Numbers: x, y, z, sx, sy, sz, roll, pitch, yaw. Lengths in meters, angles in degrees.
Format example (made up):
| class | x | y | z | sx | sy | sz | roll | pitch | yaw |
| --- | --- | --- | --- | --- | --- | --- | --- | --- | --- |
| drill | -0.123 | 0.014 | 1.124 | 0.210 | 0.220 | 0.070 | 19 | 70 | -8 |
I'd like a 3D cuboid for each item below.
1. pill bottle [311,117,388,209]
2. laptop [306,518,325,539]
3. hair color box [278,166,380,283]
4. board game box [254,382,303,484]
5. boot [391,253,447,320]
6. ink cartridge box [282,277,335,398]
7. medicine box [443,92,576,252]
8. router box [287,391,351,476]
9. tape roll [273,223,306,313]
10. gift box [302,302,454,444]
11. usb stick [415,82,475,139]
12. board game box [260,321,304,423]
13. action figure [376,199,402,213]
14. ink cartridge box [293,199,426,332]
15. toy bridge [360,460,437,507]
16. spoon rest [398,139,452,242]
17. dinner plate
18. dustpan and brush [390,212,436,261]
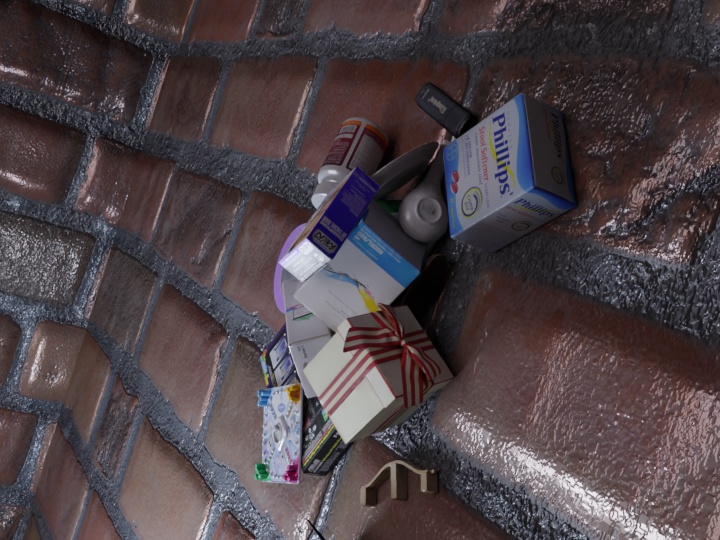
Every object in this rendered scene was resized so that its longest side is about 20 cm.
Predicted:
| class | x | y | z | sx | sy | sz | roll | pitch | yaw |
| --- | --- | --- | --- | --- | --- | --- | --- | --- | --- |
| pill bottle | -0.024 | -0.213 | 1.803 | 0.109 | 0.109 | 0.201 | -13 | 47 | 54 |
| laptop | -0.048 | 0.584 | 1.529 | 0.187 | 0.116 | 0.201 | 36 | 106 | 57 |
| hair color box | -0.053 | -0.082 | 1.514 | 0.109 | 0.065 | 0.200 | -37 | 18 | 50 |
| board game box | -0.175 | 0.344 | 1.807 | 0.200 | 0.026 | 0.201 | -21 | 65 | 59 |
| boot | 0.089 | 0.039 | 1.600 | 0.201 | 0.074 | 0.097 | -63 | 36 | 19 |
| ink cartridge box | -0.091 | 0.124 | 1.670 | 0.200 | 0.084 | 0.145 | -103 | -2 | -54 |
| medicine box | 0.242 | -0.158 | 1.424 | 0.200 | 0.103 | 0.183 | -33 | 50 | 47 |
| router box | -0.064 | 0.292 | 1.731 | 0.200 | 0.062 | 0.150 | -55 | 36 | 27 |
| tape roll | -0.113 | 0.002 | 1.855 | 0.200 | 0.065 | 0.201 | -34 | 48 | 49 |
| gift box | 0.030 | 0.180 | 1.483 | 0.185 | 0.200 | 0.187 | 53 | 127 | 17 |
| usb stick | 0.163 | -0.314 | 1.680 | 0.056 | 0.032 | 0.200 | -62 | 34 | 19 |
| board game box | -0.144 | 0.219 | 1.894 | 0.165 | 0.057 | 0.200 | -51 | 40 | 29 |
| action figure | 0.030 | -0.041 | 1.725 | 0.118 | 0.055 | 0.201 | 2 | 91 | 20 |
| ink cartridge box | 0.000 | 0.000 | 1.583 | 0.200 | 0.145 | 0.147 | -47 | 9 | 21 |
| toy bridge | 0.068 | 0.374 | 1.526 | 0.200 | 0.027 | 0.068 | -31 | 51 | 47 |
| spoon rest | 0.135 | -0.144 | 1.611 | 0.201 | 0.099 | 0.061 | -68 | 9 | -18 |
| dinner plate | 0.070 | -0.179 | 1.632 | 0.200 | 0.200 | 0.024 | -39 | 82 | 42 |
| dustpan and brush | 0.043 | -0.071 | 1.673 | 0.140 | 0.199 | 0.057 | -61 | -6 | 20 |
